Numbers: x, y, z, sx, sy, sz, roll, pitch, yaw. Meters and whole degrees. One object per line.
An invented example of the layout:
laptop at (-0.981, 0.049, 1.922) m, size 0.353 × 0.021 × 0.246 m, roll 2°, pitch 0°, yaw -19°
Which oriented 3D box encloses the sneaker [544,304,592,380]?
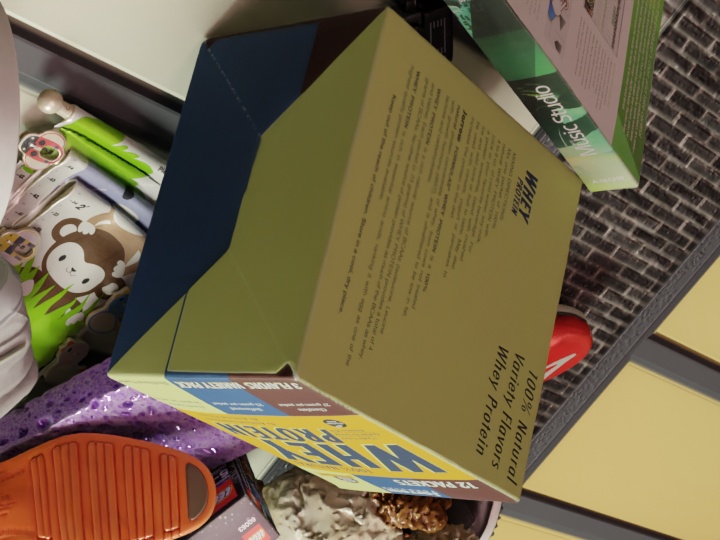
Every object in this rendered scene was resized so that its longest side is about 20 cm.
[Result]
sneaker at (0.082, 0.092, 1.069) m, size 0.199 × 0.085 × 0.077 m, roll -24°, pitch 137°, yaw -13°

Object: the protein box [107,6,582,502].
protein box at (0.000, 0.000, 0.835) m, size 0.200 × 0.134 × 0.200 m, roll 33°, pitch 64°, yaw -45°

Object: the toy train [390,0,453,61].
toy train at (0.033, -0.184, 0.838) m, size 0.046 × 0.034 × 0.201 m, roll -22°, pitch 136°, yaw -20°

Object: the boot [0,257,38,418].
boot at (-0.252, 0.079, 0.799) m, size 0.200 × 0.073 × 0.096 m, roll -35°, pitch 138°, yaw -28°

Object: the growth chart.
growth chart at (-0.178, -0.001, 0.874) m, size 0.144 × 0.018 × 0.200 m, roll 24°, pitch 112°, yaw -44°

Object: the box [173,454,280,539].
box at (-0.150, 0.186, 0.960) m, size 0.200 × 0.137 × 0.038 m, roll -38°, pitch 110°, yaw -1°

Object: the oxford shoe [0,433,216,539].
oxford shoe at (-0.178, 0.140, 0.901) m, size 0.198 × 0.072 × 0.073 m, roll -5°, pitch 162°, yaw 7°

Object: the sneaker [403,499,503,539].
sneaker at (0.033, 0.201, 1.142) m, size 0.090 × 0.070 × 0.201 m, roll 3°, pitch 126°, yaw -38°

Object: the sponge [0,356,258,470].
sponge at (-0.137, 0.096, 0.918) m, size 0.199 × 0.030 × 0.111 m, roll -27°, pitch 141°, yaw 26°

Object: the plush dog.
plush dog at (-0.020, 0.203, 1.024) m, size 0.198 × 0.161 × 0.173 m, roll -7°, pitch 119°, yaw 11°

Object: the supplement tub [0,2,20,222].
supplement tub at (-0.263, -0.071, 0.664) m, size 0.199 × 0.145 × 0.146 m, roll 0°, pitch 126°, yaw -32°

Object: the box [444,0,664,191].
box at (0.112, -0.155, 0.848) m, size 0.036 × 0.145 × 0.200 m, roll -6°, pitch 149°, yaw 33°
